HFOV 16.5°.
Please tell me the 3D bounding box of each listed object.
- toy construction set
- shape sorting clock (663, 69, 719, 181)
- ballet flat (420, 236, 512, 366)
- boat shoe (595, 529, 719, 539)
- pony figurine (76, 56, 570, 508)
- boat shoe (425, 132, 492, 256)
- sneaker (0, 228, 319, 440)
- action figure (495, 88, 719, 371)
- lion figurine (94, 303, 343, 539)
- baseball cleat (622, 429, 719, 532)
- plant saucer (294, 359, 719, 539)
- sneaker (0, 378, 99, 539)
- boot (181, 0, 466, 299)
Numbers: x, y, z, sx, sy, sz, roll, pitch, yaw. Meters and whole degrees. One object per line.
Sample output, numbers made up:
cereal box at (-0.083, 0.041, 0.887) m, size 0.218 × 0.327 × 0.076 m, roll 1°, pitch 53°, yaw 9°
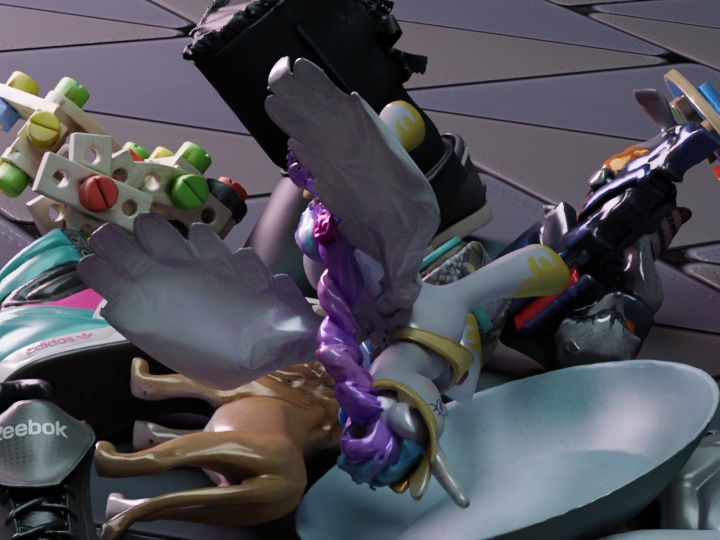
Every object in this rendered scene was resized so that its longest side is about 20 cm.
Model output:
toy construction set at (-0.142, -0.052, 1.397) m, size 0.131 × 0.092 × 0.200 m, roll 42°, pitch -3°, yaw -20°
shape sorting clock at (0.235, -0.033, 1.428) m, size 0.200 × 0.039 × 0.200 m, roll 49°, pitch 9°, yaw -10°
ballet flat at (0.035, 0.029, 1.316) m, size 0.072 × 0.072 × 0.200 m, roll 2°, pitch -5°, yaw -10°
boat shoe at (0.180, 0.146, 1.069) m, size 0.200 × 0.072 × 0.062 m, roll -5°, pitch 47°, yaw -18°
pony figurine at (0.000, 0.000, 1.118) m, size 0.193 × 0.167 × 0.200 m, roll 46°, pitch 30°, yaw -7°
boat shoe at (0.018, -0.038, 1.486) m, size 0.073 × 0.063 × 0.200 m, roll -7°, pitch 10°, yaw 28°
sneaker at (-0.113, 0.029, 1.273) m, size 0.200 × 0.084 × 0.121 m, roll -7°, pitch 33°, yaw -28°
action figure at (0.148, -0.014, 1.364) m, size 0.105 × 0.200 × 0.193 m, roll 39°, pitch 38°, yaw -17°
lion figurine at (-0.052, 0.082, 1.160) m, size 0.122 × 0.072 × 0.200 m, roll 3°, pitch 26°, yaw 3°
baseball cleat at (0.181, 0.087, 1.202) m, size 0.106 × 0.070 × 0.200 m, roll 11°, pitch 20°, yaw 14°
plant saucer at (0.070, 0.098, 1.126) m, size 0.201 × 0.039 × 0.201 m, roll -18°, pitch 14°, yaw 5°
sneaker at (-0.139, 0.104, 1.038) m, size 0.066 × 0.091 × 0.200 m, roll 0°, pitch 21°, yaw -14°
boot at (-0.040, -0.067, 1.337) m, size 0.198 × 0.162 × 0.073 m, roll -46°, pitch 28°, yaw -25°
